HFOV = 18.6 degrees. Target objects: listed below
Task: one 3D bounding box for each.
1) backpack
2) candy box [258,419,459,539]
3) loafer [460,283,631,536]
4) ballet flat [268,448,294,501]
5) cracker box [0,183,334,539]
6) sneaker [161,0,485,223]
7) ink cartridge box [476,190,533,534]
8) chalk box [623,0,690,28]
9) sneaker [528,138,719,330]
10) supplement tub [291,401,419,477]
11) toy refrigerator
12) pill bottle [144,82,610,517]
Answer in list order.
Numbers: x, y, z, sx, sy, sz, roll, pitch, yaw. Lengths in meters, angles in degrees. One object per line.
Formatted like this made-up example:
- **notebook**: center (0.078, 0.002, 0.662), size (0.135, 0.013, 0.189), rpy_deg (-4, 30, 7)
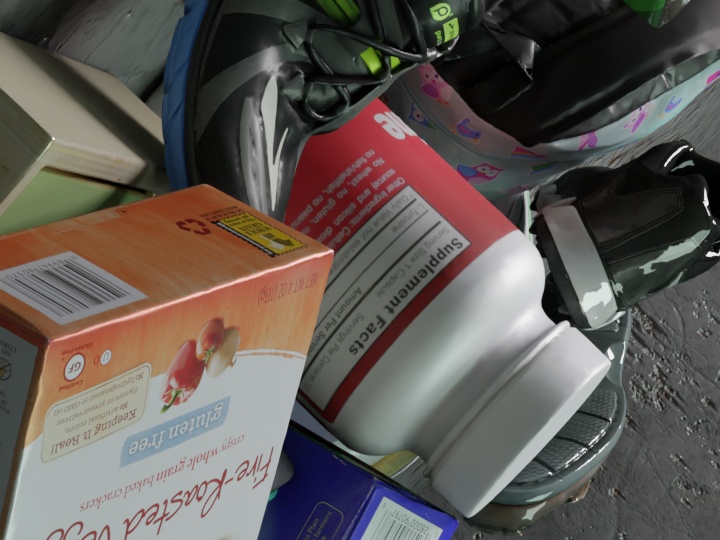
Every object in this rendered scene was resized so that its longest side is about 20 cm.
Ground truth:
- **backpack**: center (0.095, -0.117, 0.989), size (0.200, 0.167, 0.127), rpy_deg (-36, 172, -24)
- **candy box**: center (-0.087, 0.125, 0.902), size (0.170, 0.200, 0.077), rpy_deg (-60, 145, -4)
- **loafer**: center (0.086, 0.072, 0.996), size (0.200, 0.071, 0.063), rpy_deg (-55, 154, -59)
- **ballet flat**: center (-0.089, 0.056, 0.761), size (0.200, 0.073, 0.073), rpy_deg (-7, 141, -51)
- **cracker box**: center (-0.088, 0.084, 0.659), size (0.134, 0.058, 0.201), rpy_deg (-20, 131, -54)
- **sneaker**: center (-0.005, -0.087, 0.727), size (0.200, 0.082, 0.071), rpy_deg (-64, 162, -16)
- **ink cartridge box**: center (0.066, 0.013, 1.089), size (0.050, 0.201, 0.161), rpy_deg (-7, 158, 4)
- **chalk box**: center (0.120, -0.204, 0.822), size (0.125, 0.124, 0.200), rpy_deg (-44, 169, -11)
- **sneaker**: center (0.126, -0.020, 0.980), size (0.090, 0.067, 0.200), rpy_deg (-24, -177, 7)
- **supplement tub**: center (-0.026, 0.036, 1.084), size (0.144, 0.144, 0.200), rpy_deg (-47, 170, -2)
- **toy refrigerator**: center (-0.108, -0.024, 0.703), size (0.076, 0.070, 0.200), rpy_deg (-48, 171, 5)
- **pill bottle**: center (0.000, 0.000, 0.881), size (0.112, 0.200, 0.112), rpy_deg (-45, 171, -9)
